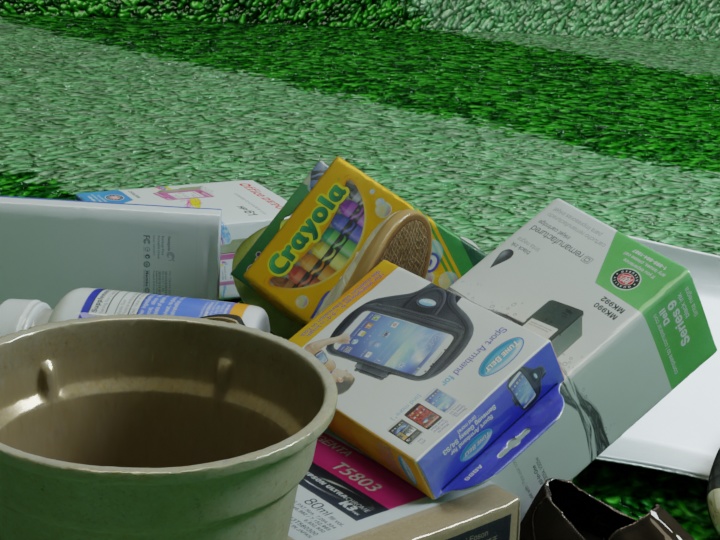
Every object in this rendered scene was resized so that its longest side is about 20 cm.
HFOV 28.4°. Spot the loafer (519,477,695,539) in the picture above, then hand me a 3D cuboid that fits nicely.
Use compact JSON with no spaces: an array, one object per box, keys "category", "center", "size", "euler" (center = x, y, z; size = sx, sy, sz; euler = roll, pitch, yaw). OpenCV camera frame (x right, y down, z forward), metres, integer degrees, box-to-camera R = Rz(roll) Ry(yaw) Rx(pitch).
[{"category":"loafer","center":[0.177,0.183,0.872],"size":[0.199,0.072,0.073],"euler":[17,23,35]}]

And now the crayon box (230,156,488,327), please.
[{"category":"crayon box","center":[0.000,0.000,1.126],"size":[0.200,0.126,0.052],"euler":[34,-9,22]}]

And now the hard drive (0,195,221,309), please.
[{"category":"hard drive","center":[-0.221,0.007,1.220],"size":[0.199,0.133,0.025],"euler":[3,19,-1]}]

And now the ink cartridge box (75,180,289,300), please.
[{"category":"ink cartridge box","center":[-0.167,-0.029,1.411],"size":[0.199,0.085,0.144],"euler":[-5,20,-29]}]

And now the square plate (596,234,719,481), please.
[{"category":"square plate","center":[0.232,0.068,1.095],"size":[0.197,0.028,0.201],"euler":[12,58,-8]}]

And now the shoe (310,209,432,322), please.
[{"category":"shoe","center":[-0.014,0.040,1.047],"size":[0.053,0.201,0.070],"euler":[25,-6,40]}]

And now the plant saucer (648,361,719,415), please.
[{"category":"plant saucer","center":[0.222,0.078,1.184],"size":[0.198,0.048,0.200],"euler":[3,13,-14]}]

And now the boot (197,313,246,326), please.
[{"category":"boot","center":[-0.167,0.102,0.920],"size":[0.200,0.078,0.138],"euler":[-33,-3,19]}]

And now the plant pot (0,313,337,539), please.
[{"category":"plant pot","center":[-0.116,0.143,0.757],"size":[0.199,0.185,0.201],"euler":[3,19,-1]}]

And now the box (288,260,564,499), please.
[{"category":"box","center":[0.037,0.068,0.924],"size":[0.119,0.042,0.200],"euler":[-40,35,-19]}]

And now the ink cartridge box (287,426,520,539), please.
[{"category":"ink cartridge box","center":[-0.025,0.159,0.903],"size":[0.164,0.076,0.200],"euler":[-14,24,-39]}]

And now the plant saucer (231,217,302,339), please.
[{"category":"plant saucer","center":[-0.011,0.010,1.228],"size":[0.199,0.031,0.200],"euler":[16,32,-11]}]

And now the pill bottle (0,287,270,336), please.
[{"category":"pill bottle","center":[-0.173,0.072,1.069],"size":[0.199,0.113,0.112],"euler":[5,19,6]}]

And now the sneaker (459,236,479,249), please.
[{"category":"sneaker","center":[0.111,0.026,1.202],"size":[0.076,0.081,0.200],"euler":[37,20,-24]}]

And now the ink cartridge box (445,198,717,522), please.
[{"category":"ink cartridge box","center":[0.121,0.061,0.989],"size":[0.200,0.084,0.146],"euler":[-39,40,-14]}]

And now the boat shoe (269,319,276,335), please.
[{"category":"boat shoe","center":[-0.040,0.045,1.245],"size":[0.071,0.066,0.200],"euler":[15,22,31]}]

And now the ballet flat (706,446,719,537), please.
[{"category":"ballet flat","center":[0.304,0.127,1.021],"size":[0.067,0.057,0.200],"euler":[48,49,2]}]
